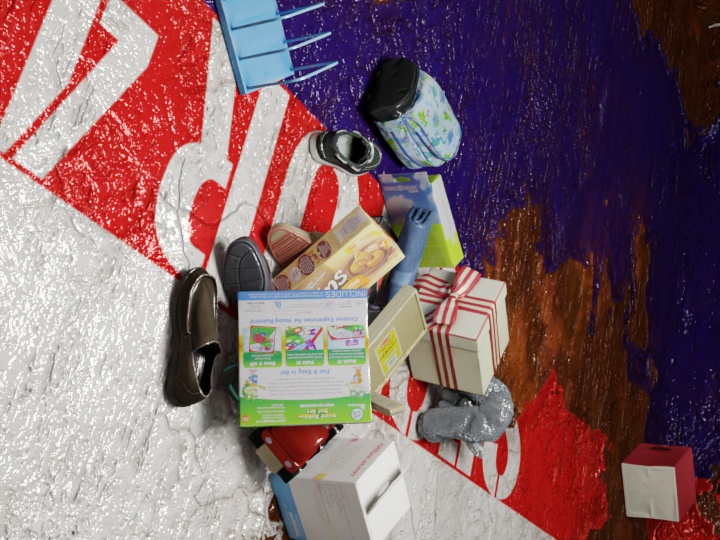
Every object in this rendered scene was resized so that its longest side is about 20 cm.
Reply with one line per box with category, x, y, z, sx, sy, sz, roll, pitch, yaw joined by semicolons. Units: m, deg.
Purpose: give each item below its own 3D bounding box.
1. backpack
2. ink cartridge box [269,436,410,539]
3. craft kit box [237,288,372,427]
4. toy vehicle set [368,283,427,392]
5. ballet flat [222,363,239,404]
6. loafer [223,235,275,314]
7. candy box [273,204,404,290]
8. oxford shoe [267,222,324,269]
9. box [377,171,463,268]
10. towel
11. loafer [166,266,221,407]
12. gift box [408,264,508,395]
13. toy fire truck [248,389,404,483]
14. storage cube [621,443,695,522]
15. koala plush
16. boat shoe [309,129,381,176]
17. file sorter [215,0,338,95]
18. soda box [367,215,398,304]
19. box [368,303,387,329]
backpack;0.108;-0.286;1.920;0.201;0.151;0.165;71;29;-45
ink cartridge box;-0.021;0.358;1.618;0.128;0.198;0.127;-37;118;-50
craft kit box;-0.083;0.130;1.483;0.049;0.197;0.201;111;-22;-76
toy vehicle set;0.041;0.134;1.728;0.200;0.026;0.125;-49;146;-24
ballet flat;-0.137;0.175;1.570;0.199;0.068;0.069;-8;68;-49
loafer;-0.164;0.036;1.552;0.063;0.071;0.203;-66;148;-63
candy box;-0.038;-0.001;1.631;0.115;0.199;0.056;42;11;-46
oxford shoe;-0.090;-0.035;1.673;0.200;0.070;0.075;39;31;-47
box;0.115;-0.103;1.917;0.048;0.121;0.202;-41;122;-44
towel;0.083;-0.016;1.855;0.112;0.048;0.202;-53;160;-66
loafer;-0.227;0.096;1.436;0.073;0.071;0.203;14;77;-55
gift box;0.173;0.113;1.950;0.186;0.197;0.188;-62;152;-42
toy fire truck;-0.048;0.231;1.553;0.129;0.200;0.176;49;40;3
storage cube;0.907;0.644;3.032;0.179;0.169;0.203;-16;102;-55
koala plush;0.237;0.298;2.058;0.200;0.181;0.180;55;50;-61
boat shoe;-0.010;-0.210;1.788;0.199;0.060;0.077;-6;93;-56
file sorter;-0.130;-0.399;1.564;0.139;0.121;0.203;-37;118;-51
soda box;0.000;0.000;1.792;0.071;0.063;0.202;53;47;-40
box;-0.003;0.155;1.737;0.142;0.036;0.203;2;109;-56
